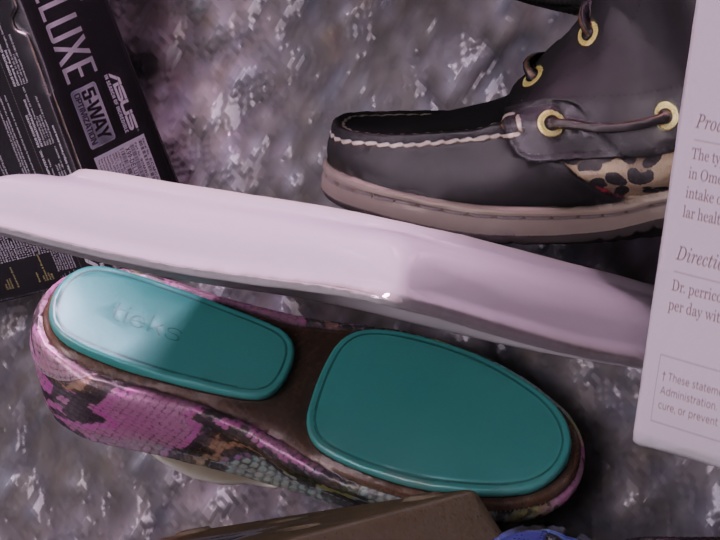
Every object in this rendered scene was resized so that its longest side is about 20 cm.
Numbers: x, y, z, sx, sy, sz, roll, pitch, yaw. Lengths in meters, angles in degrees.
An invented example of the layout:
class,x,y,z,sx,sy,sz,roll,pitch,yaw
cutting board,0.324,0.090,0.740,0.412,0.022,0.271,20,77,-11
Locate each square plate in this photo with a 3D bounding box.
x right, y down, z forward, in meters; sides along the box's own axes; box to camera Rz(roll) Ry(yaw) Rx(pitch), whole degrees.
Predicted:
class,x,y,z,sx,sy,sz,roll,pitch,yaw
square plate,0.000,0.000,0.890,0.197,0.199,0.029,11,88,41

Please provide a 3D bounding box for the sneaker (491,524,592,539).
class,x,y,z,sx,sy,sz,roll,pitch,yaw
sneaker,0.068,0.164,0.818,0.076,0.078,0.201,103,152,-57

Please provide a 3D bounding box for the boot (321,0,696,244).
class,x,y,z,sx,sy,sz,roll,pitch,yaw
boot,0.080,-0.087,0.858,0.198,0.073,0.152,1,106,21

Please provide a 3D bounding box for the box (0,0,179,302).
class,x,y,z,sx,sy,sz,roll,pitch,yaw
box,-0.165,-0.084,1.089,0.157,0.050,0.201,-13,103,41

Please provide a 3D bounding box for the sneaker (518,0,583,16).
class,x,y,z,sx,sy,sz,roll,pitch,yaw
sneaker,0.029,-0.167,0.957,0.200,0.075,0.116,33,107,38

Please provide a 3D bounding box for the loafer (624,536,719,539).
class,x,y,z,sx,sy,sz,roll,pitch,yaw
loafer,0.139,0.120,0.828,0.199,0.073,0.072,9,95,56

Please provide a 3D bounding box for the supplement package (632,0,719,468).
class,x,y,z,sx,sy,sz,roll,pitch,yaw
supplement package,0.157,-0.043,0.696,0.117,0.117,0.202,16,99,52

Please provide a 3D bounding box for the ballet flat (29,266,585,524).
class,x,y,z,sx,sy,sz,roll,pitch,yaw
ballet flat,-0.019,0.052,0.977,0.199,0.069,0.071,15,141,13

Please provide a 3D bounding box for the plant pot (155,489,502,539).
class,x,y,z,sx,sy,sz,roll,pitch,yaw
plant pot,-0.034,0.171,0.895,0.199,0.199,0.179,-12,87,40
